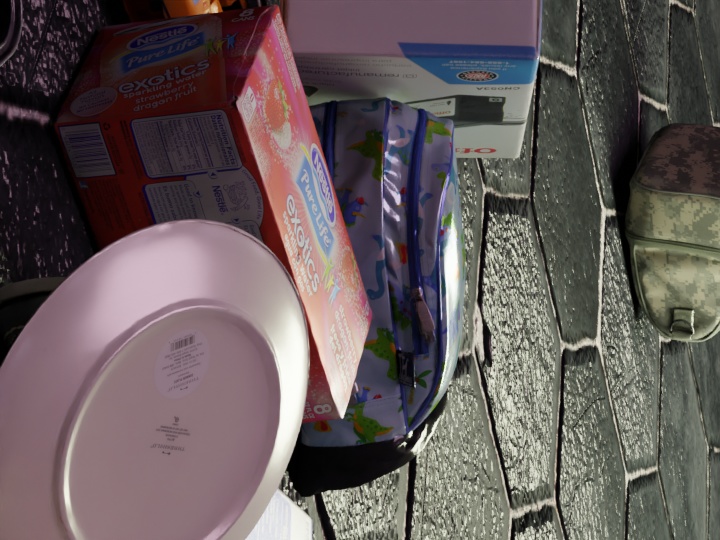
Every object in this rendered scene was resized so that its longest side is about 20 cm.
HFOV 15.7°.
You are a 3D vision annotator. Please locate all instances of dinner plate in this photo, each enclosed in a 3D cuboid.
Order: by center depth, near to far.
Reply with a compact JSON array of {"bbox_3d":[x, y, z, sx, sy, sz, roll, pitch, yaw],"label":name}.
[{"bbox_3d":[-0.091,0.075,1.181,0.200,0.024,0.201,-22,123,-40],"label":"dinner plate"}]

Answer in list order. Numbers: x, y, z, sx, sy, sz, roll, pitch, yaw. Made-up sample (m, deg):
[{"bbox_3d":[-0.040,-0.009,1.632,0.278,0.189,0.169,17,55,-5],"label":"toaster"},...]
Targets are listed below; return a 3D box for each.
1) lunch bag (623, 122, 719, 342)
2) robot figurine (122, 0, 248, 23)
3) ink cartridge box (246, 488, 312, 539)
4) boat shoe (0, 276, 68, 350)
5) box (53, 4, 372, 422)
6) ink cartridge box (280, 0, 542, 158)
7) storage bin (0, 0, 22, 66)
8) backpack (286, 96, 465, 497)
[{"bbox_3d":[0.338,-0.037,2.593,0.200,0.139,0.168,-58,155,-62],"label":"lunch bag"},{"bbox_3d":[-0.100,-0.195,1.347,0.145,0.058,0.200,-82,158,-44],"label":"robot figurine"},{"bbox_3d":[-0.072,0.147,1.376,0.200,0.037,0.095,47,40,-59],"label":"ink cartridge box"},{"bbox_3d":[-0.102,0.062,1.214,0.200,0.073,0.062,41,42,-53],"label":"boat shoe"},{"bbox_3d":[-0.070,-0.023,1.326,0.096,0.099,0.201,-72,150,-51],"label":"box"},{"bbox_3d":[0.028,-0.130,1.508,0.200,0.144,0.084,90,1,-76],"label":"ink cartridge box"},{"bbox_3d":[-0.208,-0.108,0.924,0.200,0.093,0.136,-59,140,-61],"label":"storage bin"},{"bbox_3d":[0.000,0.000,1.476,0.163,0.153,0.201,-67,140,-66],"label":"backpack"}]
